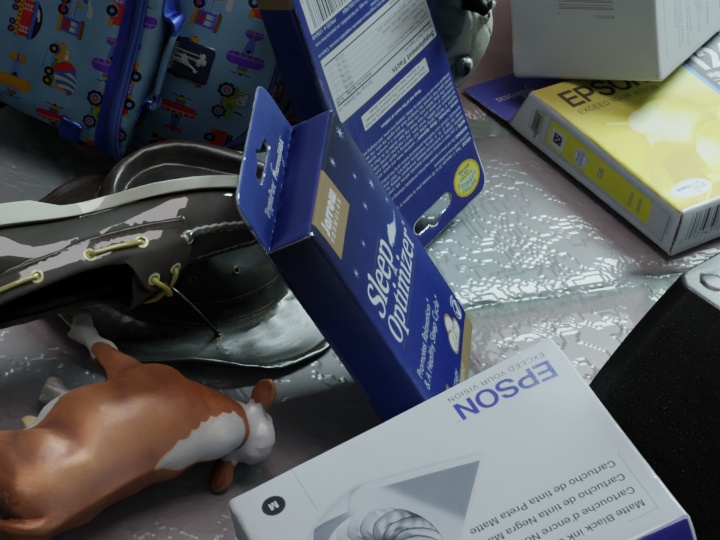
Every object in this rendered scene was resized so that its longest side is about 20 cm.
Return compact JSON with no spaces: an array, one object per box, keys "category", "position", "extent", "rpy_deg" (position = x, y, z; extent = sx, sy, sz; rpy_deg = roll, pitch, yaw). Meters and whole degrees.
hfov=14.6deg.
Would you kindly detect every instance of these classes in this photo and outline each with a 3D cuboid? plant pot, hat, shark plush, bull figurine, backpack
[{"category":"plant pot","position":[0.233,0.083,1.506],"extent":[0.200,0.178,0.199],"rpy_deg":[36,40,27]},{"category":"hat","position":[-0.095,-0.027,1.611],"extent":[0.200,0.081,0.201],"rpy_deg":[10,35,-7]},{"category":"shark plush","position":[0.037,-0.145,1.749],"extent":[0.083,0.200,0.091],"rpy_deg":[17,79,-7]},{"category":"bull figurine","position":[-0.136,0.083,1.465],"extent":[0.121,0.065,0.200],"rpy_deg":[29,32,30]},{"category":"backpack","position":[-0.115,-0.149,1.684],"extent":[0.200,0.183,0.135],"rpy_deg":[27,28,9]}]

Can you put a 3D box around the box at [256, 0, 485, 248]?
[{"category":"box","position":[0.009,-0.107,1.674],"extent":[0.032,0.200,0.121],"rpy_deg":[3,34,38]}]

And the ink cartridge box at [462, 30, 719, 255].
[{"category":"ink cartridge box","position":[0.206,-0.103,1.858],"extent":[0.197,0.047,0.200],"rpy_deg":[-20,51,-38]}]

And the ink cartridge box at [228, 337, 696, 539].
[{"category":"ink cartridge box","position":[0.060,0.147,1.405],"extent":[0.199,0.041,0.200],"rpy_deg":[-27,48,-11]}]

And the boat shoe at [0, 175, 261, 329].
[{"category":"boat shoe","position":[-0.133,-0.006,1.499],"extent":[0.201,0.072,0.061],"rpy_deg":[-10,71,-22]}]

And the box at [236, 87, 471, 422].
[{"category":"box","position":[0.000,0.000,1.526],"extent":[0.032,0.200,0.121],"rpy_deg":[-23,31,21]}]

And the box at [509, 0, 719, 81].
[{"category":"box","position":[0.180,-0.226,1.879],"extent":[0.106,0.153,0.200],"rpy_deg":[3,21,24]}]
